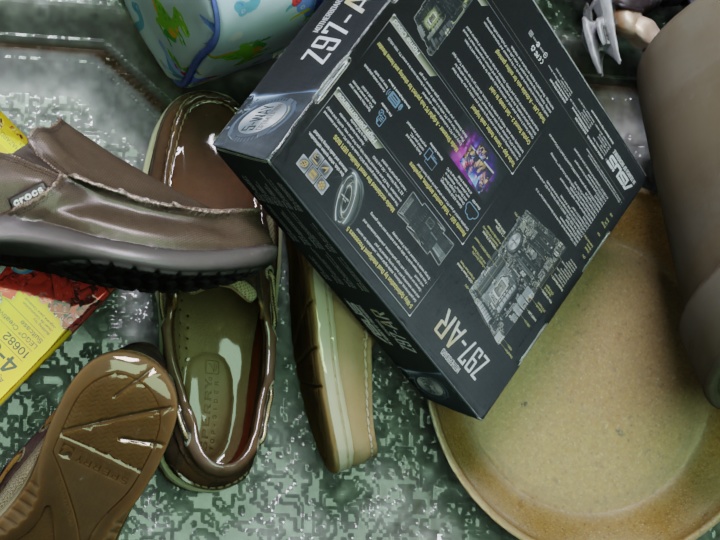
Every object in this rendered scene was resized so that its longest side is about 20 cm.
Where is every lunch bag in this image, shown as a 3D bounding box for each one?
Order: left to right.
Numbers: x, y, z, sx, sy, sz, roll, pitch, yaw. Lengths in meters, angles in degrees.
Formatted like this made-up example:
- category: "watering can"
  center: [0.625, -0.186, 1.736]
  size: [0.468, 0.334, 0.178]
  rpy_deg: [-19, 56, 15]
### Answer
- category: "lunch bag"
  center: [-0.083, -0.197, 0.947]
  size: [0.082, 0.161, 0.202]
  rpy_deg: [-21, 88, -16]

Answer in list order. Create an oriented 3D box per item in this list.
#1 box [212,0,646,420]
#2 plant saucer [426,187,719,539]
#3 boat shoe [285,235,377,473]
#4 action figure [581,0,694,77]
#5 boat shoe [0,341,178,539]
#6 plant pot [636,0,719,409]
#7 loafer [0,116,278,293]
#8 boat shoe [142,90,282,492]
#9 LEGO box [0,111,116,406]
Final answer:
- category: "box"
  center: [0.041, -0.051, 0.932]
  size: [0.161, 0.043, 0.200]
  rpy_deg: [-54, 129, -17]
- category: "plant saucer"
  center: [0.124, 0.055, 1.033]
  size: [0.198, 0.035, 0.202]
  rpy_deg: [2, 81, -14]
- category: "boat shoe"
  center: [0.000, 0.000, 0.988]
  size: [0.068, 0.074, 0.202]
  rpy_deg: [-4, 84, -12]
- category: "action figure"
  center: [0.184, -0.161, 1.065]
  size: [0.198, 0.069, 0.132]
  rpy_deg: [-2, 90, -11]
- category: "boat shoe"
  center: [-0.149, 0.121, 0.936]
  size: [0.072, 0.072, 0.201]
  rpy_deg: [27, 98, -9]
- category: "plant pot"
  center: [0.226, -0.052, 0.979]
  size: [0.198, 0.200, 0.175]
  rpy_deg: [-18, 66, -16]
- category: "loafer"
  center: [-0.132, -0.035, 0.876]
  size: [0.198, 0.073, 0.072]
  rpy_deg: [9, 80, -14]
- category: "boat shoe"
  center: [-0.068, 0.007, 0.968]
  size: [0.074, 0.075, 0.205]
  rpy_deg: [-2, 83, -15]
- category: "LEGO box"
  center: [-0.228, -0.021, 0.928]
  size: [0.200, 0.077, 0.149]
  rpy_deg: [45, 74, -5]
